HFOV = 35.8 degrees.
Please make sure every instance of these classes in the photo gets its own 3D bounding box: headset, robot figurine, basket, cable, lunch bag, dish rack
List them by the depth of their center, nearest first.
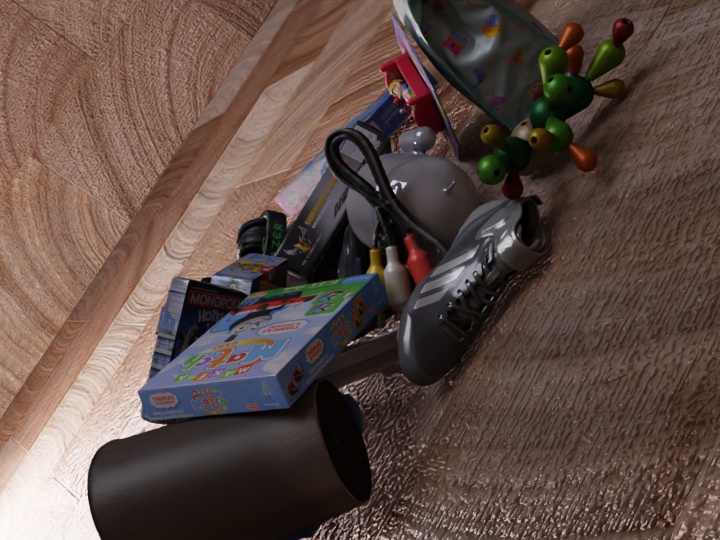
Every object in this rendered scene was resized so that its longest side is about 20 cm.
[{"bbox_3d":[-0.102,0.180,0.969,0.200,0.180,0.136,-21,67,13],"label":"basket"},{"bbox_3d":[0.028,-0.046,1.059,0.097,0.200,0.050,-18,7,28],"label":"cable"},{"bbox_3d":[-0.050,0.112,1.120,0.172,0.044,0.200,-18,-4,-34],"label":"dish rack"},{"bbox_3d":[0.054,-0.065,1.164,0.200,0.113,0.170,-152,61,-71],"label":"robot figurine"},{"bbox_3d":[0.120,-0.266,1.220,0.122,0.200,0.170,-49,18,16],"label":"lunch bag"},{"bbox_3d":[-0.144,-0.005,1.417,0.200,0.094,0.124,132,148,-65],"label":"headset"}]

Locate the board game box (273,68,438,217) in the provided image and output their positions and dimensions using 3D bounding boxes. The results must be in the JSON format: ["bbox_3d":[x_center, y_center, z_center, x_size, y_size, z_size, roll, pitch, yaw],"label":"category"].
[{"bbox_3d":[-0.006,-0.180,1.552,0.199,0.043,0.200,-35,12,46],"label":"board game box"}]

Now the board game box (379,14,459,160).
[{"bbox_3d":[0.059,-0.193,1.253,0.039,0.158,0.200,-27,-4,4],"label":"board game box"}]

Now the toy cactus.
[{"bbox_3d":[0.179,-0.133,1.036,0.200,0.102,0.165,-56,-6,-19],"label":"toy cactus"}]

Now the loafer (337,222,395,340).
[{"bbox_3d":[0.000,0.000,1.255,0.072,0.073,0.200,-50,17,27],"label":"loafer"}]

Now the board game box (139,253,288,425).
[{"bbox_3d":[-0.152,0.071,1.213,0.062,0.200,0.200,9,84,34],"label":"board game box"}]

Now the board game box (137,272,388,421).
[{"bbox_3d":[-0.083,0.067,1.007,0.151,0.037,0.200,-9,20,30],"label":"board game box"}]

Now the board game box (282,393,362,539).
[{"bbox_3d":[-0.060,0.207,1.083,0.200,0.039,0.158,-23,37,39],"label":"board game box"}]

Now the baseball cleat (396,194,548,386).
[{"bbox_3d":[0.101,0.010,0.990,0.106,0.070,0.200,-20,40,60],"label":"baseball cleat"}]

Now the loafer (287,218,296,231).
[{"bbox_3d":[-0.089,0.005,1.486,0.200,0.072,0.063,-51,36,29],"label":"loafer"}]

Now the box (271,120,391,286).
[{"bbox_3d":[-0.029,-0.062,1.354,0.200,0.048,0.158,-59,-11,-12],"label":"box"}]
